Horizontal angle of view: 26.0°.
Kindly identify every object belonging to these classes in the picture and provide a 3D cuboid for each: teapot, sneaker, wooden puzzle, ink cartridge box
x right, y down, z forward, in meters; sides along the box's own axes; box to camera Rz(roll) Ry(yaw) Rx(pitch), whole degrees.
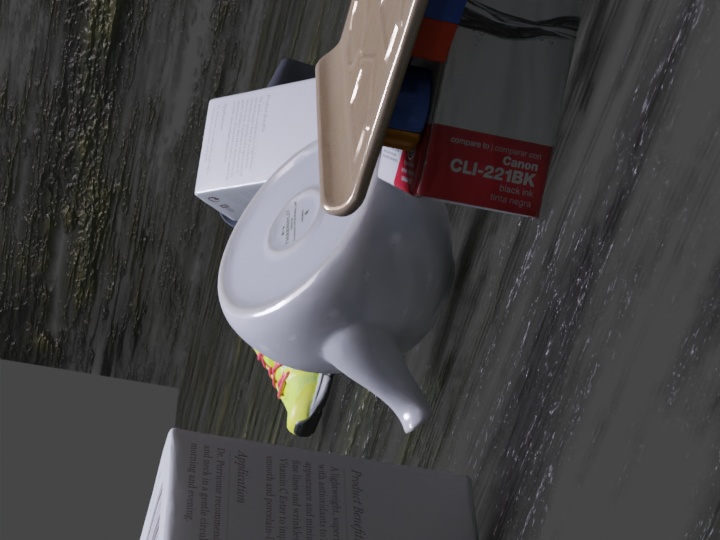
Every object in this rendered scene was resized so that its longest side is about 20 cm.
[{"bbox_3d":[0.000,0.000,1.166,0.197,0.146,0.200,6,63,56],"label":"teapot"},{"bbox_3d":[-0.077,0.092,1.644,0.200,0.090,0.078,-92,17,-47],"label":"sneaker"},{"bbox_3d":[0.025,-0.156,0.957,0.185,0.046,0.200,-94,23,-50],"label":"wooden puzzle"},{"bbox_3d":[0.079,-0.144,0.997,0.144,0.084,0.200,-136,56,-78],"label":"ink cartridge box"}]

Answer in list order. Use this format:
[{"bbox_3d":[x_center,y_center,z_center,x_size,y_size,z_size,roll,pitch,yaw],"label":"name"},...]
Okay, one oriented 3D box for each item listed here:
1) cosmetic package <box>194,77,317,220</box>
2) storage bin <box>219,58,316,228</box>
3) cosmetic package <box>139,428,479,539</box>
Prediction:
[{"bbox_3d":[-0.046,-0.112,1.396,0.074,0.200,0.102,33,-122,-52],"label":"cosmetic package"},{"bbox_3d":[-0.095,-0.157,1.910,0.134,0.145,0.200,-76,3,-52],"label":"storage bin"},{"bbox_3d":[-0.040,0.222,0.959,0.165,0.200,0.165,-92,17,-52],"label":"cosmetic package"}]
